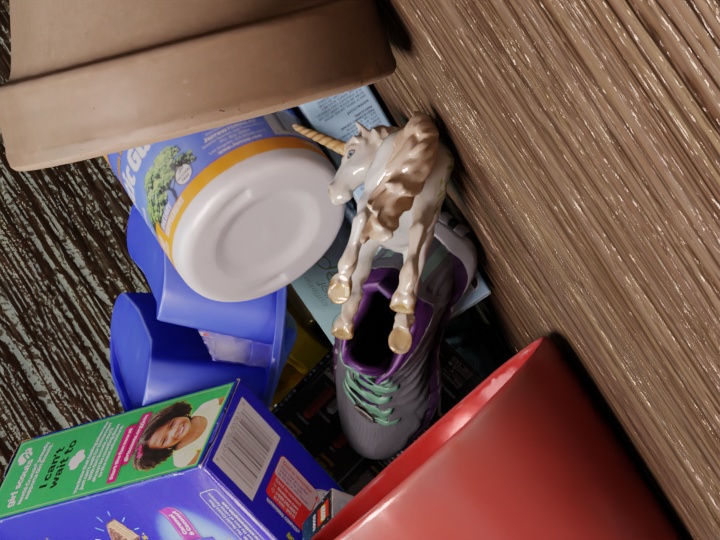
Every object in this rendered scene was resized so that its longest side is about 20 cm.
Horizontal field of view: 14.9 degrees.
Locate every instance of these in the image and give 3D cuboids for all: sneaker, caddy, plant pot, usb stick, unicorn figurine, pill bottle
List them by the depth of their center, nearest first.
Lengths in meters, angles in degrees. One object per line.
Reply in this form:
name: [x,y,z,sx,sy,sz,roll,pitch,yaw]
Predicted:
plant pot: [-0.096,-0.156,1.351,0.200,0.200,0.175,-148,45,-82]
unicorn figurine: [0.015,-0.031,1.483,0.074,0.138,0.200,18,162,-16]
plant pot: [0.088,0.163,1.496,0.177,0.200,0.200,47,177,0]
sneaker: [0.006,0.051,1.620,0.074,0.088,0.200,29,135,16]
pill bottle: [-0.100,-0.085,1.657,0.200,0.112,0.112,54,175,37]
caddy: [-0.092,0.028,1.743,0.200,0.105,0.142,-123,41,-68]
usb stick: [0.108,0.119,1.824,0.200,0.055,0.033,59,-141,-20]

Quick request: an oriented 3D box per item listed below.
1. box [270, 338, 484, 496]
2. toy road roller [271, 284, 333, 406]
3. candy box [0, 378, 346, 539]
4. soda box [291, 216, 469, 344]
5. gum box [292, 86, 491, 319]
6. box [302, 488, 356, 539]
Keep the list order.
box: [0.037,0.137,1.750,0.200,0.158,0.050,44,177,-3]
toy road roller: [-0.043,0.032,2.079,0.123,0.146,0.200,53,-171,13]
candy box: [-0.105,0.165,1.687,0.169,0.200,0.077,49,-137,-27]
soda box: [0.000,0.000,1.852,0.064,0.068,0.200,-13,123,39]
gum box: [-0.003,-0.073,1.700,0.200,0.044,0.170,59,176,-14]
box: [0.034,0.229,1.558,0.136,0.038,0.200,21,-140,-20]
